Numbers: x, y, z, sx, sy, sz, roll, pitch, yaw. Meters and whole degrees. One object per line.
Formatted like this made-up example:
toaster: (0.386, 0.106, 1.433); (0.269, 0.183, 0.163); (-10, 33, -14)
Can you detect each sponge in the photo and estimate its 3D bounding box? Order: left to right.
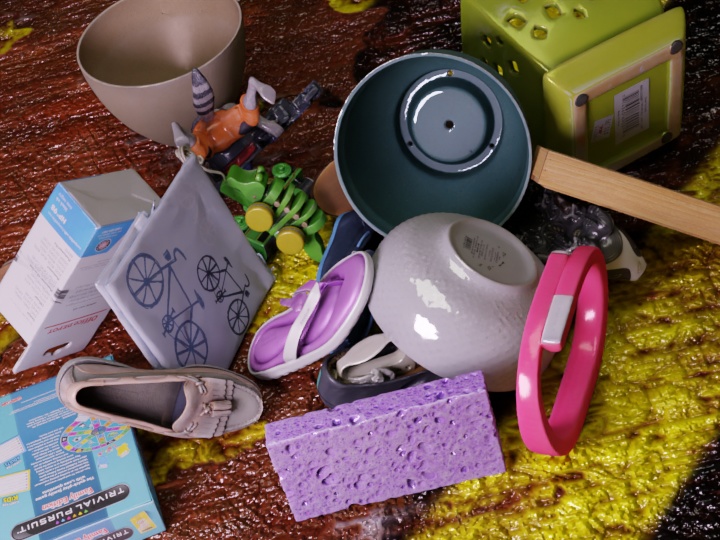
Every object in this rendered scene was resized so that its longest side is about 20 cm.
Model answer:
sponge: (0.024, 0.156, 1.255); (0.198, 0.112, 0.030); (-14, 42, 3)

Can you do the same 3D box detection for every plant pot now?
plant pot: (-0.222, -0.228, 1.694); (0.198, 0.135, 0.202); (-7, 44, 7)
plant pot: (0.083, -0.137, 1.462); (0.198, 0.203, 0.134); (-2, 19, 13)
plant pot: (0.236, -0.213, 1.514); (0.197, 0.201, 0.182); (-27, 50, -13)

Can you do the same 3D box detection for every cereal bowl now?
cereal bowl: (0.107, 0.014, 1.329); (0.198, 0.084, 0.201); (19, 37, -14)

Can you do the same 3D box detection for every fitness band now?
fitness band: (0.182, 0.070, 1.274); (0.037, 0.145, 0.201); (6, 48, 23)

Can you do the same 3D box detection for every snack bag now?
snack bag: (-0.167, 0.010, 1.405); (0.021, 0.189, 0.201); (-5, 42, 33)

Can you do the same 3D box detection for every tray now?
tray: (0.264, -0.072, 1.382); (0.198, 0.037, 0.099); (19, 7, -2)

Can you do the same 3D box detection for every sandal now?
sandal: (-0.058, 0.048, 1.351); (0.202, 0.049, 0.083); (-41, 41, 41)

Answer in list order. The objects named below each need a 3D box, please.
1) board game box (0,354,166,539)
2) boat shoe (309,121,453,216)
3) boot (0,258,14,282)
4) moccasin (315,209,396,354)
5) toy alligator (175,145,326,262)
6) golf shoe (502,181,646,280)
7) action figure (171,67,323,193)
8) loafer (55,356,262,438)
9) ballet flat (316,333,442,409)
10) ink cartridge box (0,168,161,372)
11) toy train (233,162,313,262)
board game box: (-0.281, 0.187, 1.355); (0.149, 0.047, 0.201); (-20, 44, -6)
boat shoe: (0.028, -0.117, 1.569); (0.199, 0.071, 0.070); (-28, 7, -18)
boot: (-0.280, -0.024, 1.562); (0.198, 0.071, 0.147); (7, 42, 21)
moccasin: (0.000, 0.000, 1.439); (0.067, 0.081, 0.201); (-12, 44, 20)
toy alligator: (-0.099, -0.080, 1.479); (0.054, 0.199, 0.060); (-41, 21, 31)
golf shoe: (0.209, -0.028, 1.428); (0.078, 0.094, 0.200); (-58, 26, 3)
action figure: (-0.138, -0.173, 1.588); (0.200, 0.193, 0.105); (-44, 89, -11)
loafer: (-0.182, 0.124, 1.326); (0.198, 0.073, 0.063); (9, 7, -19)
ballet flat: (0.052, 0.080, 1.355); (0.198, 0.074, 0.073); (-16, 43, -1)
ink cartridge box: (-0.287, 0.000, 1.416); (0.067, 0.201, 0.115); (45, 28, 15)
toy train: (-0.111, -0.042, 1.546); (0.056, 0.042, 0.201); (22, 54, 20)
